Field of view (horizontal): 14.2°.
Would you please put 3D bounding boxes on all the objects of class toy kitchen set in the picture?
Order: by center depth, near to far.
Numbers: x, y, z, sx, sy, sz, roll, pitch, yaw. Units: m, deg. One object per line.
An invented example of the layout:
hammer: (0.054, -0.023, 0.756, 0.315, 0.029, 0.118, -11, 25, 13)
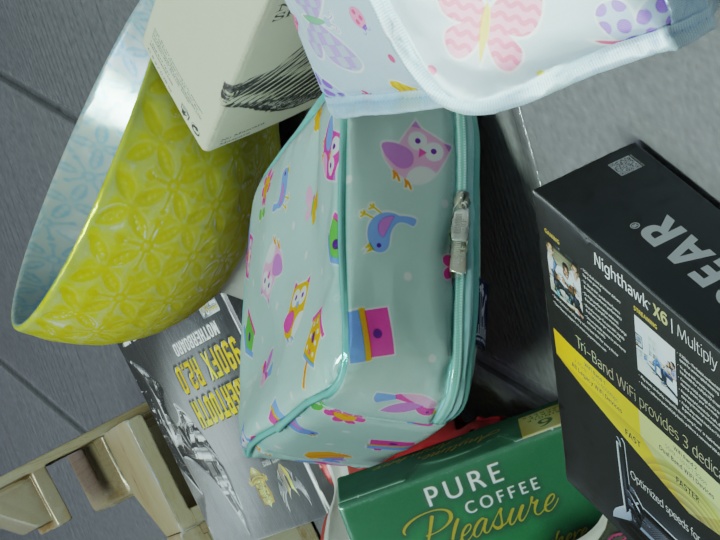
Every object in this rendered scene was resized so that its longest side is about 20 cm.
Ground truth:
toy kitchen set: (-0.136, 0.183, 1.843, 0.181, 0.163, 0.200, 64, 162, 1)

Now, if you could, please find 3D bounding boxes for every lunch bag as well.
lunch bag: (0.033, -0.149, 1.026, 0.200, 0.127, 0.170, 3, 120, 62)
lunch bag: (0.000, 0.000, 1.308, 0.200, 0.077, 0.161, 139, 137, -68)

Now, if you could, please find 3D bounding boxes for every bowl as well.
bowl: (-0.093, -0.041, 1.488, 0.107, 0.201, 0.200, 24, 167, -13)

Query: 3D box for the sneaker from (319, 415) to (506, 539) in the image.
sneaker: (0.039, 0.083, 1.417, 0.078, 0.115, 0.200, 38, -147, -42)

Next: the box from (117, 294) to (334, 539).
box: (-0.067, 0.074, 1.671, 0.159, 0.048, 0.200, 65, 157, 1)

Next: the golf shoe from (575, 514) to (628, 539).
golf shoe: (0.076, 0.171, 1.263, 0.077, 0.200, 0.088, 13, -137, -61)

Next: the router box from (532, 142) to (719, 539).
router box: (0.146, 0.066, 1.105, 0.200, 0.052, 0.158, 45, 153, 45)

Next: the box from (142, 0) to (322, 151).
box: (-0.039, -0.129, 1.310, 0.068, 0.082, 0.200, 61, 163, 10)

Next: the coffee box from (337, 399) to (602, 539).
coffee box: (0.078, 0.167, 1.313, 0.044, 0.123, 0.200, -93, -19, -75)
